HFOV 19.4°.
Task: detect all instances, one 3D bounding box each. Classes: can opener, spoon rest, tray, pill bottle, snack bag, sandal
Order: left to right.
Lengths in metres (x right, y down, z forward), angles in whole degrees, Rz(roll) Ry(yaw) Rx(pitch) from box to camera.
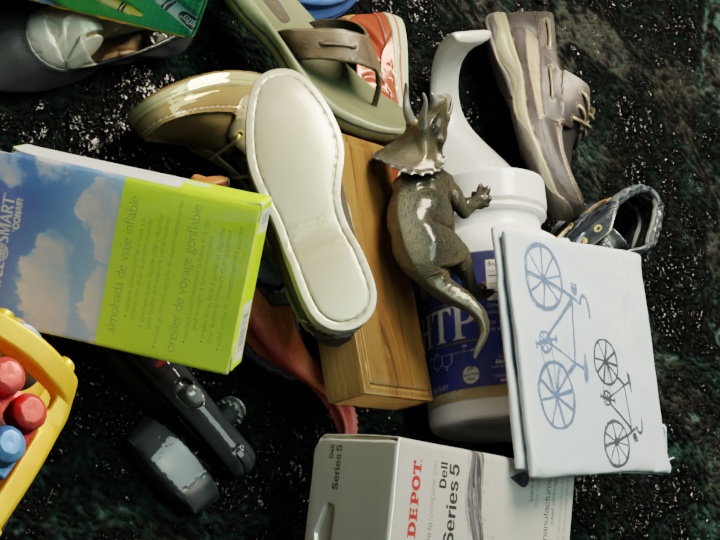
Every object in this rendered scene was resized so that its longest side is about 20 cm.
[{"bbox_3d":[-0.148,0.074,1.485,0.079,0.063,0.200,-39,96,-41],"label":"can opener"},{"bbox_3d":[-0.029,-0.175,1.623,0.201,0.057,0.080,47,29,4],"label":"sandal"},{"bbox_3d":[0.000,0.000,1.557,0.099,0.037,0.200,11,66,-57],"label":"tray"},{"bbox_3d":[0.095,-0.098,1.765,0.099,0.061,0.200,-7,87,-33],"label":"spoon rest"},{"bbox_3d":[0.107,0.027,1.656,0.120,0.120,0.200,9,70,-35],"label":"pill bottle"},{"bbox_3d":[0.170,0.064,1.607,0.200,0.021,0.189,5,74,-51],"label":"snack bag"}]

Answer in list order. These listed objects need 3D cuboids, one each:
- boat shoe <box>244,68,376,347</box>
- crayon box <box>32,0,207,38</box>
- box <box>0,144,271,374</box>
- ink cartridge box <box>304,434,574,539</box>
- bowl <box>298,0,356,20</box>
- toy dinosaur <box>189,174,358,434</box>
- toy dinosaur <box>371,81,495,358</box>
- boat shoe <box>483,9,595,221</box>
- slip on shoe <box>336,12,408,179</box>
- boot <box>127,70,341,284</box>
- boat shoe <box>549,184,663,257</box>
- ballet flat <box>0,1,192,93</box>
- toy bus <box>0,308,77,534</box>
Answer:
[{"bbox_3d":[-0.039,-0.043,1.489,0.072,0.060,0.200,-14,75,-14],"label":"boat shoe"},{"bbox_3d":[-0.211,-0.245,1.530,0.200,0.058,0.119,12,37,-17],"label":"crayon box"},{"bbox_3d":[-0.170,-0.011,1.432,0.200,0.048,0.122,13,100,5],"label":"box"},{"bbox_3d":[0.058,0.203,1.531,0.200,0.084,0.146,14,78,-44],"label":"ink cartridge box"},{"bbox_3d":[-0.068,-0.297,1.735,0.201,0.039,0.201,16,60,-31],"label":"bowl"},{"bbox_3d":[-0.070,0.013,1.505,0.200,0.105,0.181,50,6,32],"label":"toy dinosaur"},{"bbox_3d":[0.051,-0.028,1.569,0.102,0.077,0.200,21,62,-46],"label":"toy dinosaur"},{"bbox_3d":[0.163,-0.140,1.793,0.073,0.075,0.200,-17,71,1],"label":"boat shoe"},{"bbox_3d":[0.006,-0.120,1.696,0.061,0.074,0.200,5,64,-19],"label":"slip on shoe"},{"bbox_3d":[-0.077,-0.067,1.599,0.200,0.073,0.156,-2,70,-48],"label":"boot"},{"bbox_3d":[0.179,0.000,1.755,0.071,0.091,0.200,46,49,-11],"label":"boat shoe"},{"bbox_3d":[-0.197,-0.180,1.561,0.200,0.073,0.073,-17,81,-41],"label":"ballet flat"},{"bbox_3d":[-0.245,0.088,1.320,0.136,0.192,0.200,40,49,-15],"label":"toy bus"}]
